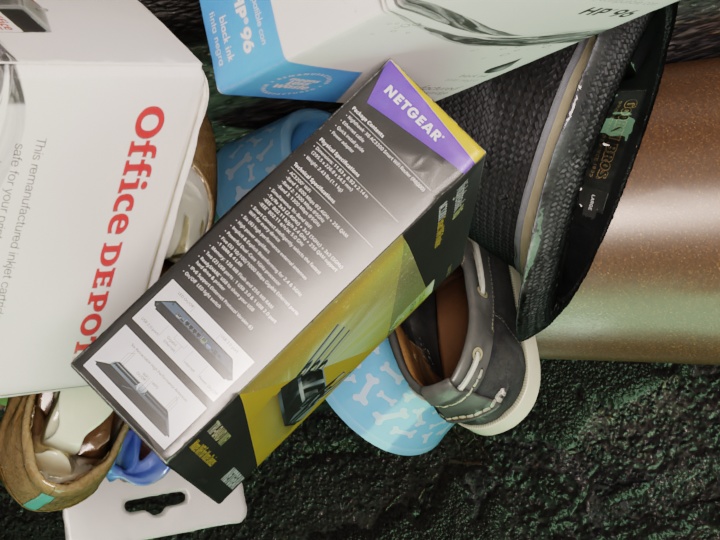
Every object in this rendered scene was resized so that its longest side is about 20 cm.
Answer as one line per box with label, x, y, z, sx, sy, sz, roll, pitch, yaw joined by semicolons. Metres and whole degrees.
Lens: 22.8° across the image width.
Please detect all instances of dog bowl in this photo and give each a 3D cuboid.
dog bowl;0.000;0.000;0.953;0.050;0.200;0.111;-38;169;32

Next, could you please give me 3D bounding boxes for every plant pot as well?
plant pot;0.165;-0.033;0.991;0.198;0.201;0.200;-2;171;-2

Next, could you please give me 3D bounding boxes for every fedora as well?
fedora;0.075;-0.067;0.817;0.092;0.201;0.201;21;178;13

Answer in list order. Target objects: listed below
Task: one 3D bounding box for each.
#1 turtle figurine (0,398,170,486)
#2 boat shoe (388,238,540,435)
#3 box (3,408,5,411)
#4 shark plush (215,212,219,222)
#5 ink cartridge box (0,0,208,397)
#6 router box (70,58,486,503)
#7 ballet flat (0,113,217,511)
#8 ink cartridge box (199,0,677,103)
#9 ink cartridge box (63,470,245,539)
turtle figurine;-0.161;-0.001;0.883;0.200;0.194;0.144;22;122;-15
boat shoe;0.035;-0.016;0.900;0.072;0.200;0.068;-34;145;32
box;-0.163;0.054;1.308;0.200;0.125;0.097;-10;172;-5
shark plush;-0.042;-0.027;1.058;0.091;0.083;0.200;-14;171;23
ink cartridge box;-0.173;-0.029;0.648;0.200;0.083;0.147;-4;125;-37
router box;-0.026;0.014;0.710;0.157;0.052;0.200;-45;172;-7
ballet flat;-0.105;0.011;0.771;0.068;0.200;0.072;24;172;-16
ink cartridge box;0.049;-0.119;0.621;0.116;0.068;0.200;-2;168;-46
ink cartridge box;-0.146;0.064;1.079;0.116;0.200;0.068;-7;171;-24
